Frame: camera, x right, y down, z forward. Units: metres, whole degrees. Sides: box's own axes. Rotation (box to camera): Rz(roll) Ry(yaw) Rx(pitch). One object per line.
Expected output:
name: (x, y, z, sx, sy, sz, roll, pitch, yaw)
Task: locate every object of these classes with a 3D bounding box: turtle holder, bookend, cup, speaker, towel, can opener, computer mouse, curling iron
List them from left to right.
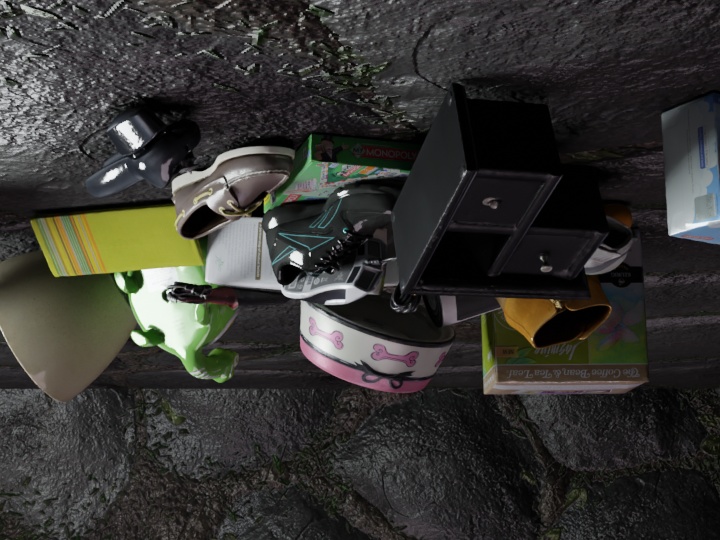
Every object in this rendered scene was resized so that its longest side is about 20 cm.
cup: (-0.370, 0.049, 1.522, 0.142, 0.203, 0.200, -28, 166, 3)
towel: (-0.283, -0.036, 1.361, 0.196, 0.018, 0.087, -4, 125, 14)
can opener: (-0.206, -0.107, 1.088, 0.063, 0.079, 0.199, -38, -169, -27)
turtle holder: (-0.201, 0.035, 1.445, 0.141, 0.186, 0.131, -49, 167, 26)
curling iron: (-0.149, 0.033, 1.368, 0.049, 0.026, 0.199, 7, 179, 36)
computer mouse: (0.000, 0.000, 1.238, 0.197, 0.111, 0.044, -5, 147, 38)
speaker: (0.174, 0.002, 1.407, 0.197, 0.083, 0.081, -17, 171, -12)
bookend: (0.149, -0.063, 1.059, 0.196, 0.094, 0.200, 2, 148, -16)

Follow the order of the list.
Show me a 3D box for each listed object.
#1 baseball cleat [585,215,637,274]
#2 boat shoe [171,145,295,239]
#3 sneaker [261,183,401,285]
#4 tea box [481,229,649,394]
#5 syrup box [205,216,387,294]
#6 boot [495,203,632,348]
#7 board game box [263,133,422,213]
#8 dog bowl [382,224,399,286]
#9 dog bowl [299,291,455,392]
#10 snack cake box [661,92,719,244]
baseball cleat: (0.192, -0.027, 1.227, 0.196, 0.071, 0.107, -11, 163, -9)
boat shoe: (-0.130, -0.079, 1.182, 0.071, 0.061, 0.198, 9, 164, -38)
sneaker: (-0.023, -0.037, 1.207, 0.075, 0.081, 0.198, 13, 161, -43)
tea box: (0.260, 0.057, 1.518, 0.196, 0.201, 0.134, -1, 168, -1)
syrup box: (-0.074, -0.018, 1.349, 0.196, 0.083, 0.079, 4, 178, 21)
boot: (0.252, 0.011, 1.310, 0.199, 0.071, 0.144, -32, -151, -4)
board game box: (-0.014, -0.092, 1.206, 0.132, 0.030, 0.200, 4, 167, -18)
dog bowl: (0.012, -0.024, 1.460, 0.196, 0.060, 0.200, -1, 169, 0)
dog bowl: (0.013, 0.081, 1.416, 0.197, 0.075, 0.200, 16, -167, -4)
snack cake box: (0.370, -0.082, 1.069, 0.197, 0.117, 0.067, 6, 166, -32)
